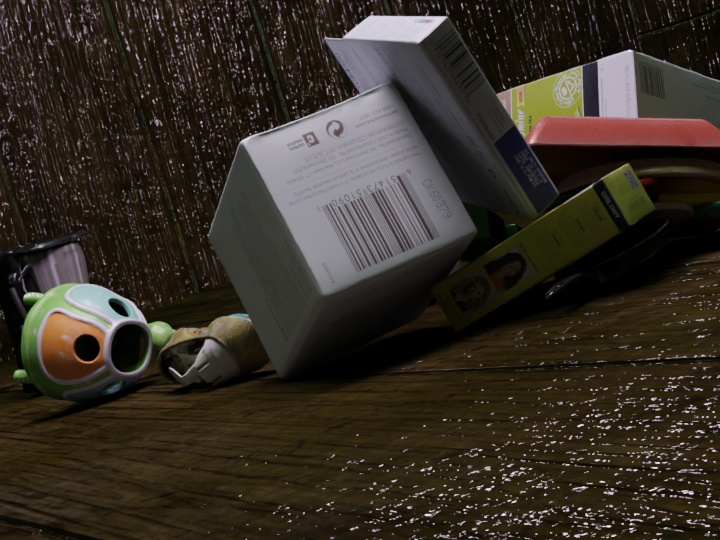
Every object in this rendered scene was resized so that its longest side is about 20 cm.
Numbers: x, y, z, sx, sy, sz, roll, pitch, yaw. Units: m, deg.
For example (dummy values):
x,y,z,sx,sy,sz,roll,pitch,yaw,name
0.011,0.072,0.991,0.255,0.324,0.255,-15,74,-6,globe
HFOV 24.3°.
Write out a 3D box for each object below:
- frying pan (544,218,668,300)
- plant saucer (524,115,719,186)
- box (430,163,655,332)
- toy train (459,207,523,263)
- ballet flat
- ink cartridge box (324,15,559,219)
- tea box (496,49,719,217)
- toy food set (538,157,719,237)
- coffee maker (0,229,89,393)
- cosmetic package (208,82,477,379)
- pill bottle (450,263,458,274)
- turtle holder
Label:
x,y,z,sx,sy,sz,roll,pitch,yaw,name
0.221,-0.007,1.459,0.114,0.031,0.190,-27,5,13,frying pan
0.229,-0.103,1.573,0.197,0.037,0.200,1,-14,-8,plant saucer
0.160,-0.019,1.473,0.199,0.050,0.075,-34,-4,32,box
0.136,-0.021,1.596,0.056,0.042,0.200,-15,-18,22,toy train
-0.153,0.090,1.719,0.070,0.072,0.199,-20,5,-31,ballet flat
0.072,-0.143,1.515,0.043,0.197,0.200,-42,24,-13,ink cartridge box
0.281,-0.133,1.808,0.199,0.135,0.195,11,-18,-43,tea box
0.266,-0.061,1.567,0.197,0.049,0.198,-1,-13,-2,toy food set
-0.435,0.060,2.331,0.133,0.203,0.191,-17,5,-28,coffee maker
-0.022,-0.033,1.526,0.163,0.166,0.200,-23,-16,-24,cosmetic package
0.000,0.000,1.821,0.198,0.115,0.114,-20,4,-27,pill bottle
-0.306,0.094,1.962,0.130,0.142,0.185,3,-25,34,turtle holder
